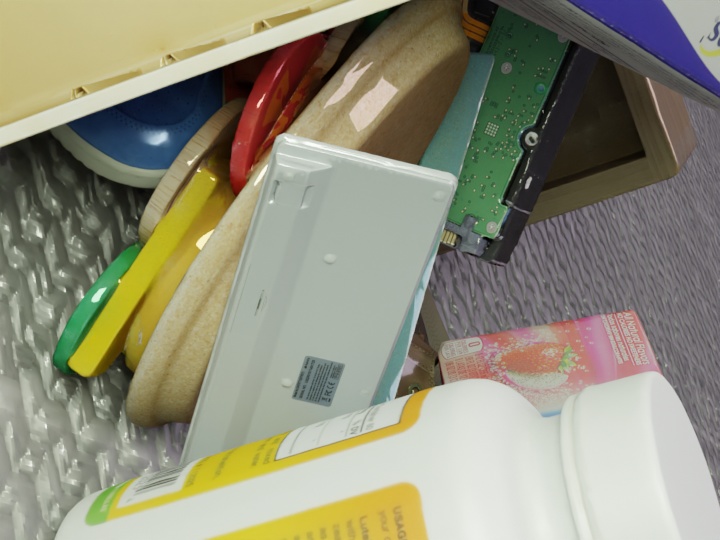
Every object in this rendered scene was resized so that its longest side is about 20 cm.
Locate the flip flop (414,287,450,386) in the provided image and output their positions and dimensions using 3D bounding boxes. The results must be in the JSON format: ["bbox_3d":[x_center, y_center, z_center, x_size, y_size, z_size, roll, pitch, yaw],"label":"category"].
[{"bbox_3d":[0.056,0.068,1.076,0.081,0.058,0.200,-49,119,-70],"label":"flip flop"}]

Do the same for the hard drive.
[{"bbox_3d":[0.040,-0.119,0.926,0.200,0.140,0.038,-67,159,2],"label":"hard drive"}]

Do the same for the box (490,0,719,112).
[{"bbox_3d":[0.061,-0.155,0.768,0.200,0.105,0.184,32,7,34],"label":"box"}]

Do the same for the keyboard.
[{"bbox_3d":[-0.021,0.034,0.692,0.200,0.056,0.011,110,-15,-45],"label":"keyboard"}]

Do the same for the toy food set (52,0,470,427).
[{"bbox_3d":[-0.027,-0.029,0.756,0.049,0.200,0.198,37,9,6],"label":"toy food set"}]

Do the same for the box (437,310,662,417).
[{"bbox_3d":[0.094,0.113,0.878,0.200,0.095,0.103,-101,180,-61],"label":"box"}]

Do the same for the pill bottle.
[{"bbox_3d":[0.012,0.099,0.672,0.111,0.200,0.111,-18,90,-72],"label":"pill bottle"}]

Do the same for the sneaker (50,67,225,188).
[{"bbox_3d":[-0.093,-0.133,0.723,0.111,0.077,0.200,128,-54,-69],"label":"sneaker"}]

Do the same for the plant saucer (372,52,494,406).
[{"bbox_3d":[0.000,0.000,0.847,0.019,0.070,0.200,32,64,-35],"label":"plant saucer"}]

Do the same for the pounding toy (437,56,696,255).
[{"bbox_3d":[0.095,-0.139,1.190,0.142,0.184,0.200,-41,111,-71],"label":"pounding toy"}]

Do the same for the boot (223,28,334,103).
[{"bbox_3d":[-0.034,-0.090,0.884,0.075,0.107,0.200,42,36,-63],"label":"boot"}]

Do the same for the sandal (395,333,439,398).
[{"bbox_3d":[0.016,0.058,0.963,0.080,0.057,0.201,-87,153,-49],"label":"sandal"}]

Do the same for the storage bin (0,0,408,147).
[{"bbox_3d":[-0.085,-0.150,0.628,0.094,0.200,0.199,-41,112,-72],"label":"storage bin"}]
